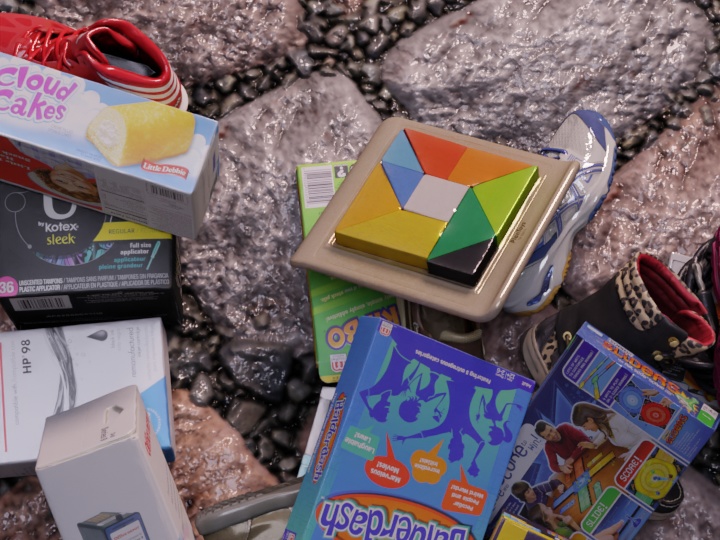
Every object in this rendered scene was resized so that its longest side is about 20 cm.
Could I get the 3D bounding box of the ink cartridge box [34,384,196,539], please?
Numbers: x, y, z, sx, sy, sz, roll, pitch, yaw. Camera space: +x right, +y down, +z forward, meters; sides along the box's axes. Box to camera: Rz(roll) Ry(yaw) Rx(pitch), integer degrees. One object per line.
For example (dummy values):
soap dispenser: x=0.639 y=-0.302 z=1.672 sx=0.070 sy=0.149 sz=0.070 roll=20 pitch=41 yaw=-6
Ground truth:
ink cartridge box: x=-0.180 y=0.208 z=1.385 sx=0.087 sy=0.145 sz=0.200 roll=-18 pitch=104 yaw=-3

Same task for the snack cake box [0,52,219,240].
snack cake box: x=-0.215 y=-0.098 z=1.390 sx=0.200 sy=0.115 sz=0.067 roll=17 pitch=73 yaw=1

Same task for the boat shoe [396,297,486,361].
boat shoe: x=0.072 y=0.069 z=1.482 sx=0.075 sy=0.075 sz=0.202 roll=-10 pitch=76 yaw=-19

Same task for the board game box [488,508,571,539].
board game box: x=0.149 y=0.319 z=1.423 sx=0.165 sy=0.057 sz=0.200 roll=25 pitch=93 yaw=6

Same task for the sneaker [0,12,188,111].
sneaker: x=-0.236 y=-0.184 z=1.415 sx=0.200 sy=0.116 sz=0.078 roll=16 pitch=69 yaw=4

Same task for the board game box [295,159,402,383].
board game box: x=0.000 y=0.000 z=1.547 sx=0.095 sy=0.030 sz=0.200 roll=-5 pitch=72 yaw=-5

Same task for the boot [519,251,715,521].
boot: x=0.236 y=0.095 z=1.466 sx=0.073 sy=0.151 sz=0.200 roll=-11 pitch=64 yaw=-47

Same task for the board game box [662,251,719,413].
board game box: x=0.351 y=0.072 z=1.535 sx=0.200 sy=0.035 sz=0.126 roll=16 pitch=74 yaw=2

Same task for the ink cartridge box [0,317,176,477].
ink cartridge box: x=-0.261 y=0.111 z=1.487 sx=0.200 sy=0.067 sz=0.116 roll=-6 pitch=76 yaw=-4

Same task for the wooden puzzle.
wooden puzzle: x=0.062 y=-0.052 z=1.480 sx=0.200 sy=0.037 sz=0.185 roll=14 pitch=53 yaw=26

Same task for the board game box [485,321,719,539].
board game box: x=0.185 y=0.160 z=1.446 sx=0.135 sy=0.034 sz=0.200 roll=36 pitch=115 yaw=7

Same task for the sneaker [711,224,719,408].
sneaker: x=0.337 y=0.051 z=1.437 sx=0.088 sy=0.081 sz=0.200 roll=1 pitch=76 yaw=5

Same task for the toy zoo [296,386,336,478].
toy zoo: x=0.011 y=0.183 z=1.500 sx=0.131 sy=0.020 sz=0.200 roll=16 pitch=75 yaw=2

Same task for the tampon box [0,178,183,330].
tampon box: x=-0.233 y=-0.060 z=1.504 sx=0.150 sy=0.126 sz=0.200 roll=-4 pitch=75 yaw=-4

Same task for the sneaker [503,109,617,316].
sneaker: x=0.155 y=-0.063 z=1.530 sx=0.088 sy=0.075 sz=0.200 roll=32 pitch=72 yaw=-27

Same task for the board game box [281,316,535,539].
board game box: x=0.039 y=0.156 z=1.407 sx=0.152 sy=0.045 sz=0.200 roll=22 pitch=82 yaw=-21

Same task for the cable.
cable: x=0.358 y=0.053 z=1.497 sx=0.200 sy=0.051 sz=0.163 roll=40 pitch=76 yaw=9

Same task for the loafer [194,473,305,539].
loafer: x=-0.034 y=0.203 z=1.452 sx=0.200 sy=0.075 sz=0.070 roll=-16 pitch=91 yaw=-6
